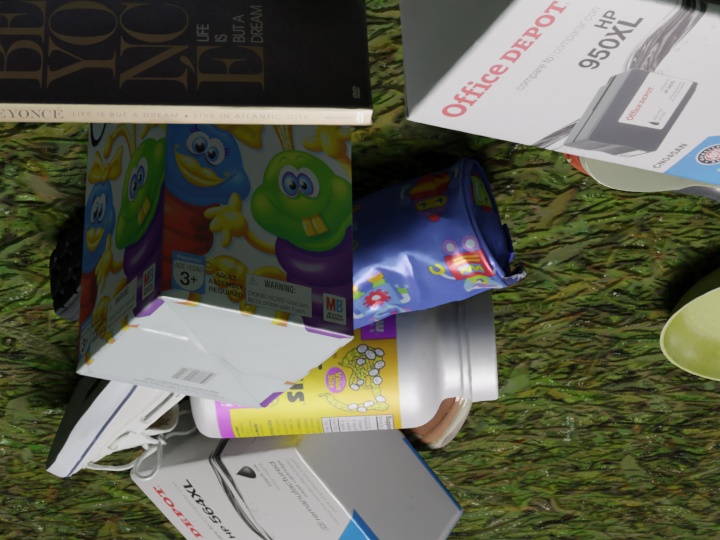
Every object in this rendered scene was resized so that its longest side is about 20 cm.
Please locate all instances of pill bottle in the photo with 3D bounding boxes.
[{"bbox_3d":[-0.011,0.054,1.357,0.199,0.105,0.104,-4,154,2],"label":"pill bottle"}]

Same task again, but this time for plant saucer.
[{"bbox_3d":[0.303,0.027,1.410,0.199,0.031,0.200,-2,154,-1],"label":"plant saucer"}]

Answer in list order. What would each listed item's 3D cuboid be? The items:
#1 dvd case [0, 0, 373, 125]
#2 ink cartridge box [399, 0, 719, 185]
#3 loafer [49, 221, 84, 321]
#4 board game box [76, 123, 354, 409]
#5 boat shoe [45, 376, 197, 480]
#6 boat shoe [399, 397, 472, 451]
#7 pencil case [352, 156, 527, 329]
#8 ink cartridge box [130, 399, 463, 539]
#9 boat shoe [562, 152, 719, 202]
[{"bbox_3d":[-0.097,-0.126,0.926,0.199,0.149,0.016,0,143,-5],"label":"dvd case"},{"bbox_3d":[0.137,-0.123,1.023,0.199,0.085,0.145,10,152,-22],"label":"ink cartridge box"},{"bbox_3d":[-0.126,-0.020,1.245,0.070,0.068,0.200,1,160,-29],"label":"loafer"},{"bbox_3d":[-0.071,-0.049,1.025,0.105,0.201,0.103,13,151,-26],"label":"board game box"},{"bbox_3d":[-0.160,0.104,1.480,0.086,0.075,0.202,25,140,-14],"label":"boat shoe"},{"bbox_3d":[0.020,0.095,1.483,0.072,0.076,0.200,12,149,-23],"label":"boat shoe"},{"bbox_3d":[0.000,0.000,1.250,0.199,0.078,0.087,-20,142,19],"label":"pencil case"},{"bbox_3d":[-0.049,0.160,1.493,0.200,0.084,0.146,-16,121,48],"label":"ink cartridge box"},{"bbox_3d":[0.204,-0.070,1.169,0.199,0.071,0.063,4,-164,-19],"label":"boat shoe"}]
